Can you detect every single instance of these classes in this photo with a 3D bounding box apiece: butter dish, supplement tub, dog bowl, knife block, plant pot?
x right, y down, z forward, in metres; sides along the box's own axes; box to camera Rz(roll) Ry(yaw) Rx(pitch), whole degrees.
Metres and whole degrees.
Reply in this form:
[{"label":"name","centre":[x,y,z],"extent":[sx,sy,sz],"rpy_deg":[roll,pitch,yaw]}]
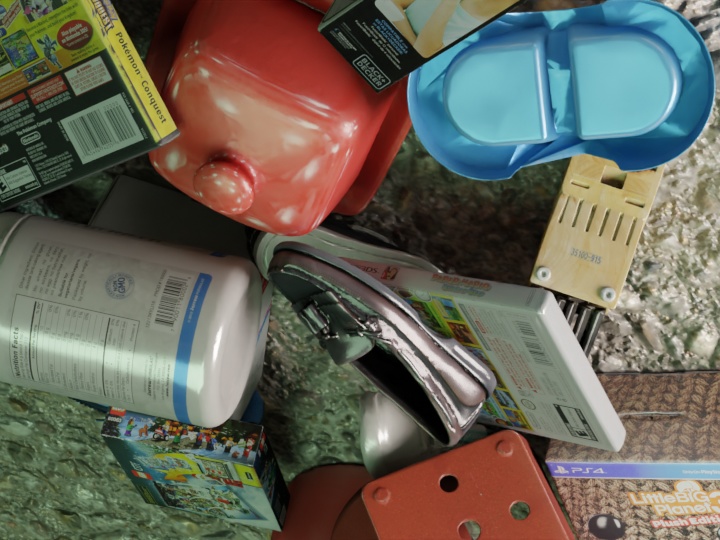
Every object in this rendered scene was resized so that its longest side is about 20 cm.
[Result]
[{"label":"butter dish","centre":[-0.074,-0.099,1.146],"extent":[0.199,0.148,0.200],"rpy_deg":[25,138,-3]},{"label":"supplement tub","centre":[-0.184,0.036,1.214],"extent":[0.199,0.132,0.132],"rpy_deg":[12,137,9]},{"label":"dog bowl","centre":[0.132,-0.122,1.066],"extent":[0.199,0.050,0.112],"rpy_deg":[-3,106,15]},{"label":"knife block","centre":[0.167,-0.029,1.186],"extent":[0.064,0.176,0.201],"rpy_deg":[18,94,4]},{"label":"plant pot","centre":[-0.010,0.310,1.521],"extent":[0.200,0.178,0.201],"rpy_deg":[13,137,12]},{"label":"plant pot","centre":[0.090,0.240,1.298],"extent":[0.199,0.200,0.176],"rpy_deg":[-20,150,-7]}]

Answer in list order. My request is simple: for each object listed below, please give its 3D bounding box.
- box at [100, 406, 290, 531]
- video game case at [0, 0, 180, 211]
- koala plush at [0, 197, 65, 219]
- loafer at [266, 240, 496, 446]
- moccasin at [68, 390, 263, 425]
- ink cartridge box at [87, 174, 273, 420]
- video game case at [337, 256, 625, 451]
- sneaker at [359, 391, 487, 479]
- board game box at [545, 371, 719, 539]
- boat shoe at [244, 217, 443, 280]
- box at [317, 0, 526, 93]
[{"label":"box","centre":[-0.142,0.175,1.444],"extent":[0.136,0.038,0.200],"rpy_deg":[11,156,9]},{"label":"video game case","centre":[-0.236,-0.147,1.144],"extent":[0.200,0.025,0.181],"rpy_deg":[-16,106,43]},{"label":"koala plush","centre":[-0.344,0.021,1.324],"extent":[0.184,0.200,0.177],"rpy_deg":[46,137,3]},{"label":"loafer","centre":[0.011,0.054,1.168],"extent":[0.200,0.063,0.072],"rpy_deg":[35,156,-19]},{"label":"moccasin","centre":[-0.190,0.125,1.485],"extent":[0.199,0.081,0.068],"rpy_deg":[18,143,8]},{"label":"ink cartridge box","centre":[-0.154,0.034,1.370],"extent":[0.145,0.083,0.200],"rpy_deg":[17,138,6]},{"label":"video game case","centre":[0.089,0.064,1.216],"extent":[0.182,0.023,0.200],"rpy_deg":[9,151,33]},{"label":"sneaker","centre":[0.061,0.143,1.368],"extent":[0.088,0.076,0.200],"rpy_deg":[-10,161,19]},{"label":"board game box","centre":[0.261,0.184,1.325],"extent":[0.159,0.097,0.200],"rpy_deg":[-3,132,27]},{"label":"boat shoe","centre":[0.000,0.000,1.280],"extent":[0.200,0.060,0.076],"rpy_deg":[29,103,-27]},{"label":"box","centre":[0.075,-0.202,0.997],"extent":[0.060,0.117,0.200],"rpy_deg":[45,136,-19]}]
